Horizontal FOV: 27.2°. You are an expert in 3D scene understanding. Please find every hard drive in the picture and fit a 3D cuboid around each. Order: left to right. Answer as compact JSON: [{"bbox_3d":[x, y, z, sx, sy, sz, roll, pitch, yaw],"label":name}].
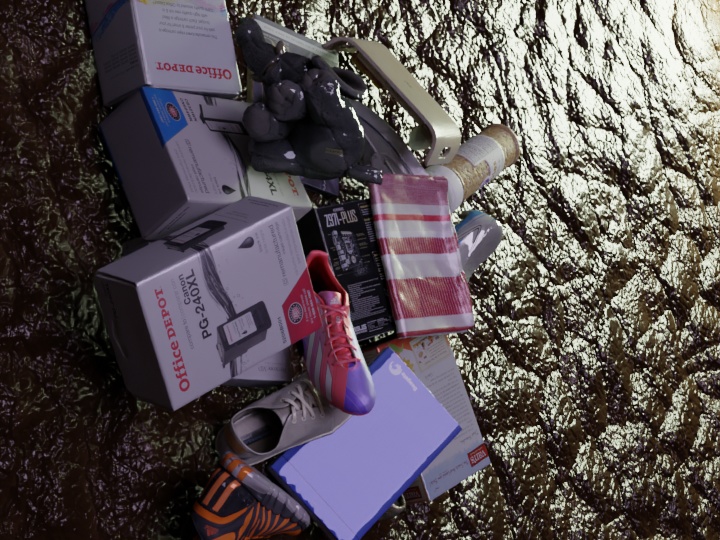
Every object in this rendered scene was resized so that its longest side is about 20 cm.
[{"bbox_3d":[0.007,0.203,1.706,0.200,0.025,0.132,-44,97,-21],"label":"hard drive"}]

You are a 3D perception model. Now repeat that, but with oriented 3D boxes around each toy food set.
[{"bbox_3d":[0.039,-0.214,1.877,0.200,0.060,0.143,48,16,7],"label":"toy food set"}]

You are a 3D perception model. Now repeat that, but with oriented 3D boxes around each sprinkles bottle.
[{"bbox_3d":[0.145,-0.138,2.028,0.200,0.068,0.068,-38,106,-48],"label":"sprinkles bottle"}]

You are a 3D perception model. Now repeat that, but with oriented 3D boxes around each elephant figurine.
[{"bbox_3d":[-0.060,-0.190,1.646,0.200,0.141,0.156,-93,171,-62],"label":"elephant figurine"}]

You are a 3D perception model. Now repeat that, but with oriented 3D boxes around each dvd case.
[{"bbox_3d":[-0.082,-0.202,1.834,0.148,0.016,0.201,17,64,-44],"label":"dvd case"}]

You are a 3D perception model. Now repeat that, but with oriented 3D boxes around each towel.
[{"bbox_3d":[0.075,-0.020,1.812,0.144,0.023,0.201,-3,79,-49],"label":"towel"}]

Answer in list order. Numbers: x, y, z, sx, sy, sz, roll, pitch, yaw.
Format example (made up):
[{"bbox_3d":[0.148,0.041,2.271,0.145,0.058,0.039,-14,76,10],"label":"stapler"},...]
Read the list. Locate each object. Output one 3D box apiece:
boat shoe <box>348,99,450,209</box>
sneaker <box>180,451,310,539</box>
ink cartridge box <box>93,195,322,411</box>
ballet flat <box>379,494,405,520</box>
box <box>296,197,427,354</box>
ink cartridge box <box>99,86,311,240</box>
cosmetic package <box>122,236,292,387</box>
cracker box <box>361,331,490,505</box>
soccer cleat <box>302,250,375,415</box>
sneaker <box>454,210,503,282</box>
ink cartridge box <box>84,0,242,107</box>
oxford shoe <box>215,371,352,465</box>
[{"bbox_3d":[0.031,-0.129,1.903,0.066,0.072,0.200,-44,109,-14],"label":"boat shoe"},{"bbox_3d":[-0.131,0.268,1.581,0.112,0.077,0.200,-52,148,-7],"label":"sneaker"},{"bbox_3d":[-0.152,0.032,1.505,0.200,0.083,0.146,-29,117,-33],"label":"ink cartridge box"},{"bbox_3d":[0.017,0.195,1.763,0.068,0.075,0.201,-8,83,-51],"label":"ballet flat"},{"bbox_3d":[0.000,0.000,1.802,0.200,0.086,0.165,-15,88,-50],"label":"box"},{"bbox_3d":[-0.166,-0.111,1.621,0.200,0.084,0.146,0,60,-52],"label":"ink cartridge box"},{"bbox_3d":[-0.165,0.048,1.629,0.200,0.052,0.152,7,75,-47],"label":"cosmetic package"},{"bbox_3d":[0.074,0.174,1.849,0.134,0.058,0.201,-21,92,-48],"label":"cracker box"},{"bbox_3d":[-0.031,0.069,1.641,0.066,0.077,0.200,-3,48,-26],"label":"soccer cleat"},{"bbox_3d":[0.112,-0.006,1.960,0.200,0.072,0.072,-47,142,-33],"label":"sneaker"},{"bbox_3d":[-0.224,-0.282,1.648,0.145,0.083,0.201,-2,78,-50],"label":"ink cartridge box"},{"bbox_3d":[-0.068,0.154,1.637,0.199,0.058,0.075,-27,74,-24],"label":"oxford shoe"}]
